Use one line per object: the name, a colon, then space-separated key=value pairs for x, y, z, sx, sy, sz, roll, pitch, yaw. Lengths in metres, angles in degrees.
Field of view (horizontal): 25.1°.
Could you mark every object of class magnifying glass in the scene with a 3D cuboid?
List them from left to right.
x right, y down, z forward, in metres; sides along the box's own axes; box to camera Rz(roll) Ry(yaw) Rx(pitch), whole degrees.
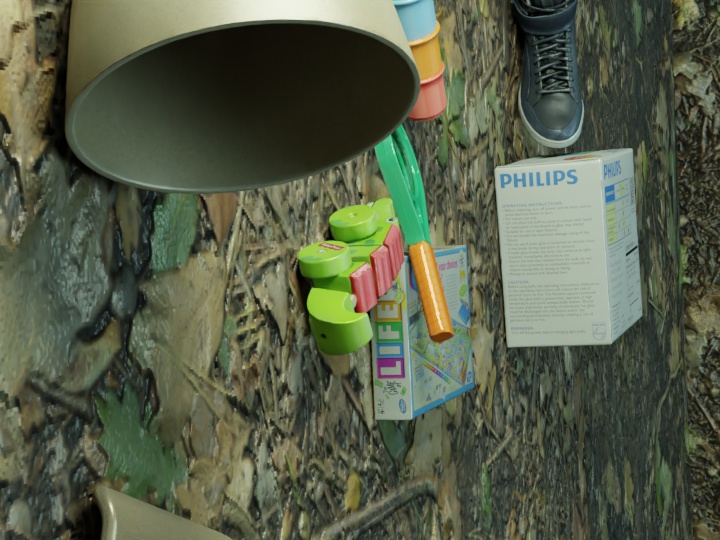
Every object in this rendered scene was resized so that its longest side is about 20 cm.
magnifying glass: x=0.043 y=-0.038 z=1.331 sx=0.080 sy=0.022 sz=0.202 roll=39 pitch=34 yaw=-66

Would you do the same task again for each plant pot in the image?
plant pot: x=-0.076 y=-0.172 z=0.876 sx=0.187 sy=0.186 sz=0.202 roll=44 pitch=33 yaw=-64

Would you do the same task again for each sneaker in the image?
sneaker: x=0.211 y=-0.252 z=1.815 sx=0.147 sy=0.076 sz=0.204 roll=78 pitch=9 yaw=-59

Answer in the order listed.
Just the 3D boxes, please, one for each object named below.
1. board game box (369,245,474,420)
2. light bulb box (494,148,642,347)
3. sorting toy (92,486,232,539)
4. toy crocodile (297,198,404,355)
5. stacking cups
board game box: x=0.055 y=0.050 z=1.417 sx=0.200 sy=0.034 sz=0.136 roll=-9 pitch=97 yaw=-71
light bulb box: x=0.238 y=-0.029 z=1.821 sx=0.198 sy=0.124 sz=0.202 roll=-21 pitch=107 yaw=-69
sorting toy: x=-0.115 y=0.236 z=0.909 sx=0.185 sy=0.036 sz=0.202 roll=44 pitch=43 yaw=-64
toy crocodile: x=0.000 y=0.000 z=1.217 sx=0.200 sy=0.061 sz=0.068 roll=-54 pitch=139 yaw=-62
stacking cups: x=0.035 y=-0.221 z=1.370 sx=0.061 sy=0.060 sz=0.201 roll=-68 pitch=155 yaw=-50
